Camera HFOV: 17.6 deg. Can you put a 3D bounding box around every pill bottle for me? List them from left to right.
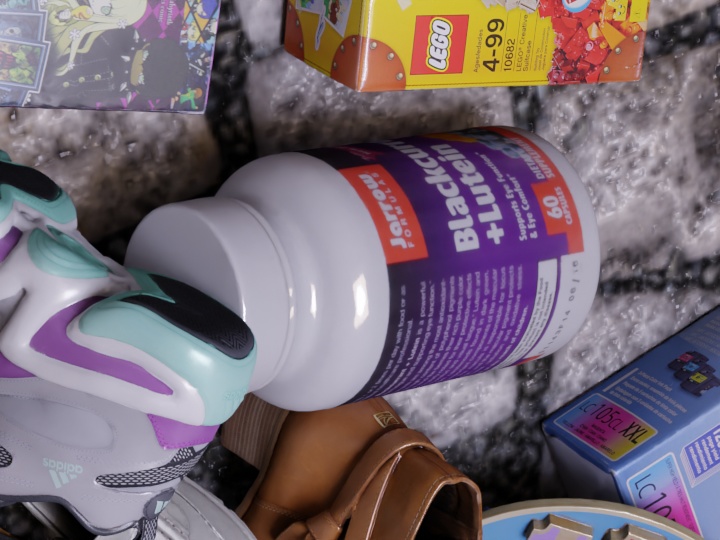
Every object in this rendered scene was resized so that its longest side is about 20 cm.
[{"bbox_3d":[0.000,0.000,1.013,0.200,0.111,0.112,-11,115,-41],"label":"pill bottle"}]

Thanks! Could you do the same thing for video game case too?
[{"bbox_3d":[-0.136,-0.165,0.944,0.181,0.036,0.200,-1,109,-29],"label":"video game case"}]

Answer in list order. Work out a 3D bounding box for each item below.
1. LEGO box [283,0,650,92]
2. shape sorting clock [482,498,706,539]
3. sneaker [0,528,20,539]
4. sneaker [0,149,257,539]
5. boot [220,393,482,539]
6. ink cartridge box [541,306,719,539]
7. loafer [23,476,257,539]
[{"bbox_3d":[0.055,-0.186,1.017,0.149,0.077,0.200,-5,111,-28],"label":"LEGO box"},{"bbox_3d":[0.103,0.193,1.161,0.200,0.039,0.200,1,121,1],"label":"shape sorting clock"},{"bbox_3d":[-0.159,0.156,1.031,0.200,0.077,0.078,10,106,-30],"label":"sneaker"},{"bbox_3d":[-0.148,0.039,0.937,0.078,0.200,0.140,0,121,-58],"label":"sneaker"},{"bbox_3d":[-0.007,0.149,1.063,0.077,0.155,0.200,-1,108,-37],"label":"boot"},{"bbox_3d":[0.209,0.090,1.213,0.200,0.076,0.137,-32,121,-17],"label":"ink cartridge box"},{"bbox_3d":[-0.107,0.110,1.015,0.200,0.070,0.070,48,43,-11],"label":"loafer"}]
